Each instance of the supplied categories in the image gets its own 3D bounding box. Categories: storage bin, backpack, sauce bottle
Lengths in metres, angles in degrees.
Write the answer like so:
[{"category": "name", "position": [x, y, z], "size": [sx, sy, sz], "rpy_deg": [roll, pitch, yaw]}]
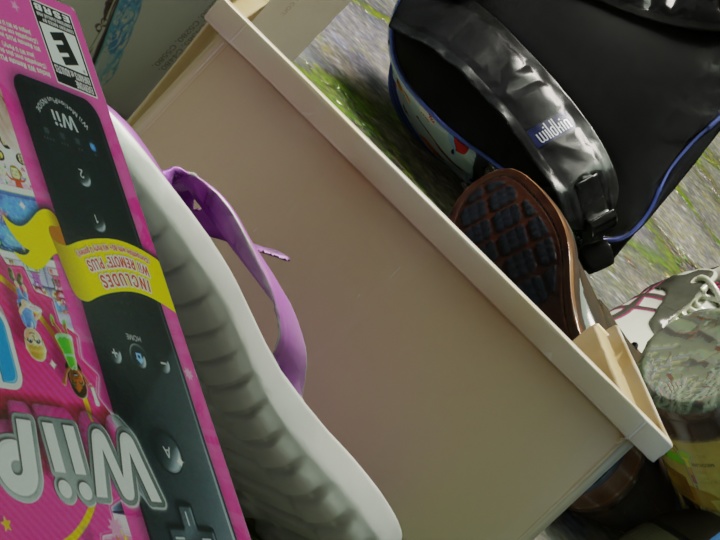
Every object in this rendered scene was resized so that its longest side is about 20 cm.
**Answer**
[{"category": "storage bin", "position": [0.000, 0.000, 0.759], "size": [0.200, 0.094, 0.199], "rpy_deg": [44, 9, -6]}, {"category": "backpack", "position": [0.112, -0.117, 1.200], "size": [0.190, 0.200, 0.154], "rpy_deg": [39, -15, 3]}, {"category": "sauce bottle", "position": [0.177, 0.106, 0.937], "size": [0.065, 0.064, 0.200], "rpy_deg": [-111, 175, -54]}]

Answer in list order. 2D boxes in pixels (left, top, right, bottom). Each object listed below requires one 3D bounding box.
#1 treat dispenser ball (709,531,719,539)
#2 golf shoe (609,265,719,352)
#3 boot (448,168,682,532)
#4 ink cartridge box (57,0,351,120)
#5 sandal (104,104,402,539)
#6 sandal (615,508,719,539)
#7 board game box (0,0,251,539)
[{"category": "treat dispenser ball", "position": [0.166, 0.161, 0.626], "size": [0.201, 0.201, 0.201], "rpy_deg": [41, 17, -15]}, {"category": "golf shoe", "position": [0.161, 0.036, 1.118], "size": [0.077, 0.088, 0.200], "rpy_deg": [48, 18, 1]}, {"category": "boot", "position": [0.096, 0.045, 0.984], "size": [0.097, 0.075, 0.201], "rpy_deg": [44, 23, -43]}, {"category": "ink cartridge box", "position": [-0.106, -0.169, 0.838], "size": [0.200, 0.146, 0.147], "rpy_deg": [25, 25, -50]}, {"category": "sandal", "position": [-0.043, 0.014, 0.625], "size": [0.082, 0.050, 0.203], "rpy_deg": [12, -38, 41]}, {"category": "sandal", "position": [0.156, 0.172, 0.838], "size": [0.200, 0.081, 0.055], "rpy_deg": [-128, -160, -54]}, {"category": "board game box", "position": [-0.099, 0.021, 0.463], "size": [0.147, 0.064, 0.201], "rpy_deg": [17, 50, -59]}]
